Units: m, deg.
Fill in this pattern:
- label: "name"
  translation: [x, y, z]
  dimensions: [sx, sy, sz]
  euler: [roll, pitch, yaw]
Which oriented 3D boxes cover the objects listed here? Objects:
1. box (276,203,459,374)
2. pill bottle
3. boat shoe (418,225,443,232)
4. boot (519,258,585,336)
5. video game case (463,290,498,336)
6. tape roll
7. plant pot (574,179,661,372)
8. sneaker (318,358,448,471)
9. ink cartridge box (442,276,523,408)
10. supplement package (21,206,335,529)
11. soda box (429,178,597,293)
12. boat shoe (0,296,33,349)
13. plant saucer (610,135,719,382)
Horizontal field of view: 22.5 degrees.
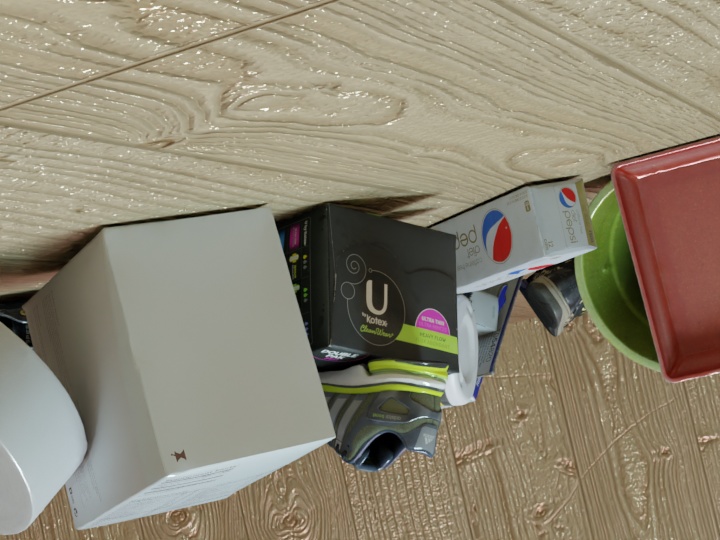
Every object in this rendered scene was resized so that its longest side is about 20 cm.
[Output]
- label: "box"
  translation: [-0.034, 0.037, 1.537]
  dimensions: [0.148, 0.125, 0.200]
  euler: [13, 158, -39]
- label: "pill bottle"
  translation: [0.011, 0.080, 1.806]
  dimensions: [0.199, 0.112, 0.111]
  euler: [-1, 177, 16]
- label: "boat shoe"
  translation: [0.000, 0.000, 1.669]
  dimensions: [0.065, 0.073, 0.199]
  euler: [-15, 178, -45]
- label: "boot"
  translation: [0.248, -0.002, 1.953]
  dimensions: [0.150, 0.073, 0.200]
  euler: [-37, 174, 0]
- label: "video game case"
  translation: [0.013, 0.041, 1.923]
  dimensions: [0.181, 0.046, 0.199]
  euler: [20, 154, -38]
- label: "tape roll"
  translation: [-0.308, 0.106, 1.376]
  dimensions: [0.202, 0.203, 0.071]
  euler: [-20, -155, 52]
- label: "plant pot"
  translation: [0.334, -0.022, 1.729]
  dimensions: [0.199, 0.201, 0.190]
  euler: [-17, -176, 34]
- label: "sneaker"
  translation: [-0.011, 0.124, 1.469]
  dimensions: [0.074, 0.081, 0.199]
  euler: [16, 157, -40]
- label: "ink cartridge box"
  translation: [0.111, 0.062, 1.997]
  dimensions: [0.041, 0.200, 0.200]
  euler: [40, 144, -27]
- label: "supplement package"
  translation: [-0.146, 0.078, 1.406]
  dimensions: [0.146, 0.192, 0.200]
  euler: [-9, 167, -31]
- label: "soda box"
  translation: [0.135, -0.028, 1.690]
  dimensions: [0.063, 0.069, 0.200]
  euler: [-9, 173, -29]
- label: "boat shoe"
  translation: [-0.263, 0.054, 1.587]
  dimensions: [0.199, 0.071, 0.091]
  euler: [-11, 178, 8]
- label: "plant saucer"
  translation: [0.339, -0.021, 1.583]
  dimensions: [0.199, 0.201, 0.037]
  euler: [-14, -177, 16]
